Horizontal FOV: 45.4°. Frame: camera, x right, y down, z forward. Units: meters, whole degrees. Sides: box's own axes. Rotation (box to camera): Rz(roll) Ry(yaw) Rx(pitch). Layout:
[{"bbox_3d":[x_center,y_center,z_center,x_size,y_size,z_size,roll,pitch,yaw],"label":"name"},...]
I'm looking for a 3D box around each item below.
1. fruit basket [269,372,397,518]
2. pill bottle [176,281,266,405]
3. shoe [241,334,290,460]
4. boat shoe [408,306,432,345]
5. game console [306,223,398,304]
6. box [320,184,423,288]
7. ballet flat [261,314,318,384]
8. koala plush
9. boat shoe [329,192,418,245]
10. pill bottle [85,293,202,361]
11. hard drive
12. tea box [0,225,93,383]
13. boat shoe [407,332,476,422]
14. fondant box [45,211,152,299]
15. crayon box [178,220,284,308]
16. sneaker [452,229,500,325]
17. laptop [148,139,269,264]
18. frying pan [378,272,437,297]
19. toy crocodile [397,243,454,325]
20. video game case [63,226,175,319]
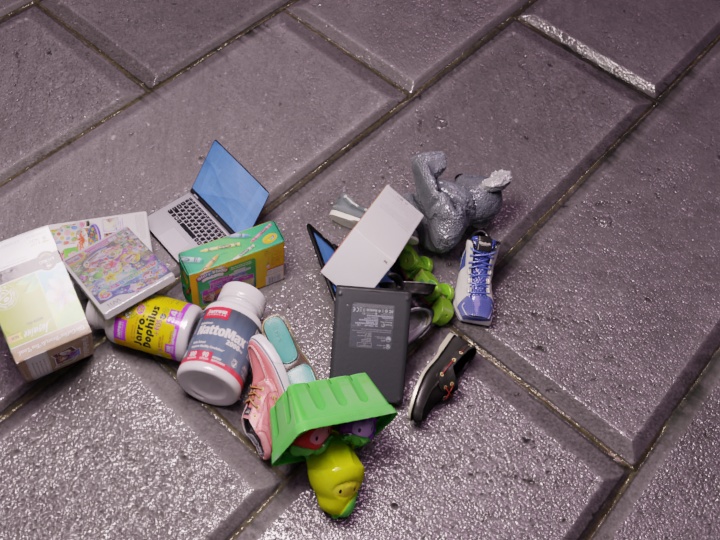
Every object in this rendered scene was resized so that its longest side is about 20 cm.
[{"bbox_3d":[-0.041,0.292,1.414,0.212,0.156,0.219,18,48,-21],"label":"fruit basket"},{"bbox_3d":[-0.241,0.126,1.545,0.117,0.121,0.203,14,53,4],"label":"pill bottle"},{"bbox_3d":[-0.167,0.217,1.474,0.090,0.071,0.204,-23,89,-29],"label":"shoe"},{"bbox_3d":[0.048,0.125,1.594,0.199,0.060,0.076,-37,96,-21],"label":"boat shoe"},{"bbox_3d":[0.000,0.000,1.665,0.172,0.117,0.203,-12,56,-14],"label":"game console"},{"bbox_3d":[0.025,-0.051,1.620,0.097,0.125,0.201,38,34,-2],"label":"box"},{"bbox_3d":[-0.121,0.175,1.547,0.070,0.071,0.203,-21,79,-21],"label":"ballet flat"},{"bbox_3d":[0.209,-0.136,1.760,0.196,0.179,0.186,-12,56,-23],"label":"koala plush"},{"bbox_3d":[0.033,-0.107,1.766,0.196,0.073,0.063,19,75,16],"label":"boat shoe"},{"bbox_3d":[-0.392,0.092,1.562,0.195,0.105,0.106,14,53,5],"label":"pill bottle"},{"bbox_3d":[0.016,0.134,1.540,0.136,0.033,0.205,4,96,-3],"label":"hard drive"},{"bbox_3d":[-0.553,0.063,1.472,0.132,0.200,0.200,-24,82,-22],"label":"tea box"},{"bbox_3d":[0.148,0.197,1.560,0.062,0.075,0.202,22,49,21],"label":"boat shoe"},{"bbox_3d":[-0.500,-0.027,1.664,0.195,0.059,0.147,-8,58,-13],"label":"fondant box"},{"bbox_3d":[-0.243,-0.008,1.643,0.196,0.120,0.059,-20,57,-20],"label":"crayon box"},{"bbox_3d":[0.228,-0.003,1.692,0.079,0.116,0.203,6,53,0],"label":"sneaker"},{"bbox_3d":[-0.313,-0.124,1.724,0.198,0.117,0.187,-34,63,-27],"label":"laptop"},{"bbox_3d":[0.092,0.029,1.577,0.112,0.190,0.032,3,85,-6],"label":"frying pan"},{"bbox_3d":[0.123,0.020,1.702,0.067,0.062,0.201,13,36,-52],"label":"toy crocodile"},{"bbox_3d":[-0.443,0.000,1.568,0.142,0.018,0.199,-31,45,-24],"label":"video game case"}]
